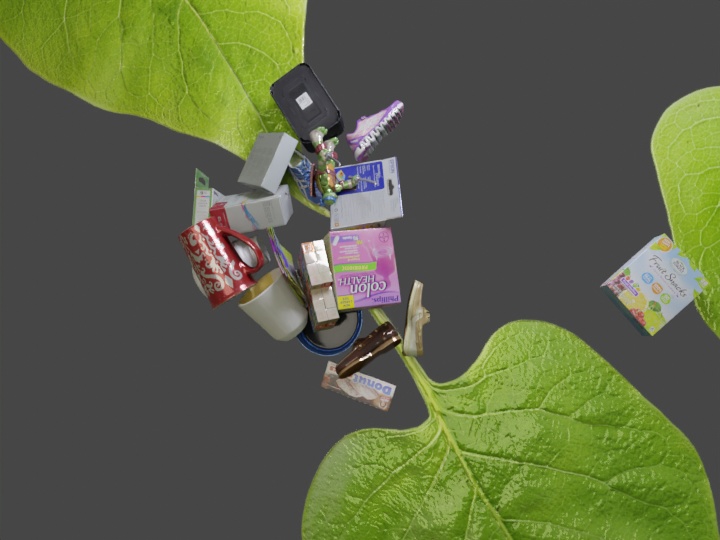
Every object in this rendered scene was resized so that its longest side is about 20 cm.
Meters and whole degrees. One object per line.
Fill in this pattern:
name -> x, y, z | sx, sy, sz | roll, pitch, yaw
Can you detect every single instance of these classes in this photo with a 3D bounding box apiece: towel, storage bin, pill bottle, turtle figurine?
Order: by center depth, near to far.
towel -> -0.186, -0.010, 1.410 | 0.022, 0.145, 0.202 | -27, 48, 1
turtle figurine -> -0.056, -0.282, 1.432 | 0.141, 0.200, 0.198 | 0, 63, -30
pill bottle -> -0.353, -0.014, 1.511 | 0.197, 0.111, 0.113 | -28, 83, 4
storage bin -> -0.147, -0.453, 1.534 | 0.134, 0.094, 0.202 | -34, 83, 3

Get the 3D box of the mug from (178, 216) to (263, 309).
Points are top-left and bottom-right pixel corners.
mug -> -0.350, -0.033, 1.398 | 0.175, 0.133, 0.203 | -31, 93, -12

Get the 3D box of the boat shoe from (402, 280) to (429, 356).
boat shoe -> 0.153, 0.130, 1.465 | 0.065, 0.074, 0.206 | 7, 96, 4

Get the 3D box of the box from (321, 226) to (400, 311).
box -> 0.000, 0.000, 1.444 | 0.171, 0.097, 0.206 | -5, 82, -17

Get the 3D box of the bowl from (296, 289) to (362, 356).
bowl -> -0.089, 0.130, 1.505 | 0.195, 0.039, 0.206 | -1, 85, 7

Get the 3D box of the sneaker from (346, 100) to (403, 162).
sneaker -> 0.035, -0.402, 1.520 | 0.200, 0.080, 0.089 | -46, 74, 2

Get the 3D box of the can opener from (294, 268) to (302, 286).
can opener -> -0.153, 0.016, 1.517 | 0.196, 0.067, 0.054 | -25, 78, -4

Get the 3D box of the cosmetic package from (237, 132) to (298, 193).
cosmetic package -> -0.255, -0.295, 1.490 | 0.051, 0.199, 0.154 | 22, 90, -32

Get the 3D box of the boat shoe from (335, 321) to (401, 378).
boat shoe -> 0.013, 0.212, 1.469 | 0.197, 0.071, 0.071 | -31, 66, -11

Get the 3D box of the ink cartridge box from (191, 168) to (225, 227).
ink cartridge box -> -0.423, -0.173, 1.537 | 0.058, 0.104, 0.206 | 1, 85, 6

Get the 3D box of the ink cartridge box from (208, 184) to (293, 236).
ink cartridge box -> -0.292, -0.163, 1.491 | 0.195, 0.146, 0.085 | -10, 109, 6

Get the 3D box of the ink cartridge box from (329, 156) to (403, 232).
ink cartridge box -> 0.013, -0.202, 1.485 | 0.195, 0.047, 0.202 | -7, 61, 7

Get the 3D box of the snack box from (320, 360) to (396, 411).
snack box -> -0.006, 0.313, 1.487 | 0.196, 0.024, 0.074 | 19, 86, 8

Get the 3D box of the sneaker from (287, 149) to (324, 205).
sneaker -> -0.157, -0.263, 1.527 | 0.075, 0.077, 0.201 | -41, 84, 0

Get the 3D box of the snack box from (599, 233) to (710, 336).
snack box -> 0.750, 0.038, 1.402 | 0.199, 0.068, 0.169 | -41, 82, 0

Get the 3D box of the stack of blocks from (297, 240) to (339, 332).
stack of blocks -> -0.110, 0.041, 1.410 | 0.057, 0.116, 0.204 | -9, 70, -16

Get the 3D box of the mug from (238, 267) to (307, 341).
mug -> -0.219, 0.095, 1.444 | 0.149, 0.186, 0.154 | -39, 108, -5
